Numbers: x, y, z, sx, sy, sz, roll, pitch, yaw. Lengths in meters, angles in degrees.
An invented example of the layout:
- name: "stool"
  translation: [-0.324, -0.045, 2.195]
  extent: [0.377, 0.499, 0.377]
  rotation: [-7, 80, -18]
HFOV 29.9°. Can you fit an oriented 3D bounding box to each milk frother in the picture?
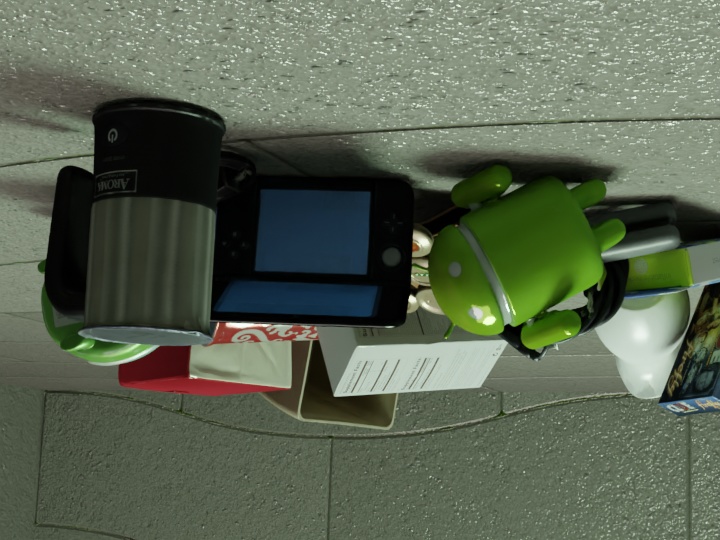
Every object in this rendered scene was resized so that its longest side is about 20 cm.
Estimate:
- name: "milk frother"
  translation: [-0.163, -0.028, 1.198]
  extent: [0.198, 0.191, 0.179]
  rotation: [10, 168, -37]

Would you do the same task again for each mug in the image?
- name: "mug"
  translation: [-0.093, 0.029, 1.676]
  extent: [0.197, 0.136, 0.177]
  rotation: [3, 173, -22]

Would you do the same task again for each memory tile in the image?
- name: "memory tile"
  translation: [0.000, 0.000, 1.426]
  extent: [0.197, 0.017, 0.154]
  rotation: [0, 145, 24]

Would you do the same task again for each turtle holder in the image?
- name: "turtle holder"
  translation: [-0.251, 0.023, 1.469]
  extent: [0.185, 0.141, 0.132]
  rotation: [-41, 162, -2]

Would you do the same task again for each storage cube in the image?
- name: "storage cube"
  translation: [-0.210, 0.077, 1.844]
  extent: [0.198, 0.174, 0.179]
  rotation: [11, 166, -39]

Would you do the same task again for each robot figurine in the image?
- name: "robot figurine"
  translation: [0.152, -0.014, 1.291]
  extent: [0.198, 0.177, 0.116]
  rotation: [-26, -178, -3]

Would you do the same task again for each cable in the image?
- name: "cable"
  translation: [0.194, 0.006, 1.455]
  extent: [0.051, 0.163, 0.200]
  rotation: [52, 173, -36]

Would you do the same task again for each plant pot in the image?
- name: "plant pot"
  translation: [-0.064, 0.117, 2.022]
  extent: [0.176, 0.203, 0.198]
  rotation: [8, 177, 45]

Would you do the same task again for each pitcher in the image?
- name: "pitcher"
  translation: [0.342, 0.044, 1.688]
  extent: [0.120, 0.173, 0.201]
  rotation: [-22, 146, 2]

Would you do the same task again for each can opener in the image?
- name: "can opener"
  translation: [0.226, -0.036, 1.391]
  extent: [0.197, 0.054, 0.067]
  rotation: [-11, 152, 17]

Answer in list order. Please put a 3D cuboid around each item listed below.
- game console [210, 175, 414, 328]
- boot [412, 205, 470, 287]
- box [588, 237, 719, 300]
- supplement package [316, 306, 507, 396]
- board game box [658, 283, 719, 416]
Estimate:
- name: "game console"
  translation: [-0.050, -0.021, 1.277]
  extent: [0.197, 0.179, 0.117]
  rotation: [2, 164, 4]
- name: "boot"
  translation: [0.053, -0.011, 1.468]
  extent: [0.185, 0.069, 0.200]
  rotation: [-15, 172, -8]
- name: "box"
  translation: [0.351, -0.005, 1.475]
  extent: [0.198, 0.048, 0.121]
  rotation: [-9, 180, -44]
- name: "supplement package"
  translation: [0.060, 0.072, 1.628]
  extent: [0.197, 0.115, 0.110]
  rotation: [-1, 143, -21]
- name: "board game box"
  translation: [0.425, 0.068, 1.568]
  extent: [0.034, 0.202, 0.135]
  rotation: [27, 165, -8]
